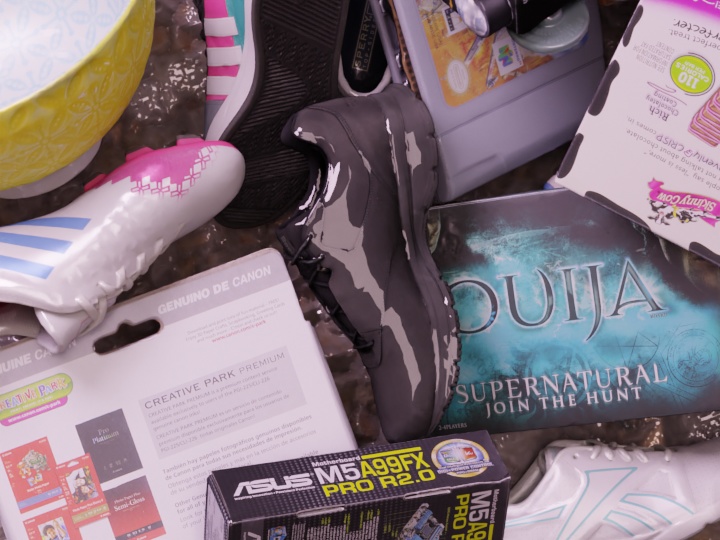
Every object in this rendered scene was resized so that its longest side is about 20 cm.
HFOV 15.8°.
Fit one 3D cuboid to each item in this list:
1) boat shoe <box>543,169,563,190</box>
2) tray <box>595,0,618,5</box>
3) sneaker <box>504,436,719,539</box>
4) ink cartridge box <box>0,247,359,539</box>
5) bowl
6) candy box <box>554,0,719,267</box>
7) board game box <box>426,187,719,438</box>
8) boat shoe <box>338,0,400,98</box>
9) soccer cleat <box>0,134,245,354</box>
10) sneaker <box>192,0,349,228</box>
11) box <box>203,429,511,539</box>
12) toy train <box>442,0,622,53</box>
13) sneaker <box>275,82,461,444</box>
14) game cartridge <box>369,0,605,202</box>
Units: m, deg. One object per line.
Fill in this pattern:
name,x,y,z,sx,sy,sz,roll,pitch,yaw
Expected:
boat shoe,0.197,0.001,1.492,0.072,0.072,0.200,-44,93,2
tray,0.154,-0.263,1.477,0.098,0.037,0.201,-21,112,-14
sneaker,0.147,0.128,1.489,0.199,0.070,0.081,-24,89,-6
ink cartridge box,-0.108,0.102,1.451,0.199,0.084,0.177,-19,89,-7
bowl,-0.195,-0.105,1.422,0.199,0.200,0.108,-27,132,-6
candy box,0.205,-0.108,1.353,0.136,0.061,0.201,28,115,5
board game box,0.110,0.020,1.464,0.198,0.028,0.136,-8,93,18
boat shoe,0.016,-0.189,1.482,0.073,0.065,0.202,4,88,-6
soccer cleat,-0.146,-0.002,1.400,0.199,0.070,0.087,-22,63,-8
sneaker,-0.065,-0.134,1.465,0.083,0.121,0.201,-2,128,-23
box,-0.007,0.188,1.414,0.159,0.044,0.201,-8,127,-17
toy train,0.117,-0.200,1.393,0.199,0.086,0.114,-35,57,-18
sneaker,0.000,0.000,1.428,0.090,0.076,0.202,-6,83,-23
game cartridge,0.070,-0.156,1.463,0.132,0.041,0.201,-25,109,-22
